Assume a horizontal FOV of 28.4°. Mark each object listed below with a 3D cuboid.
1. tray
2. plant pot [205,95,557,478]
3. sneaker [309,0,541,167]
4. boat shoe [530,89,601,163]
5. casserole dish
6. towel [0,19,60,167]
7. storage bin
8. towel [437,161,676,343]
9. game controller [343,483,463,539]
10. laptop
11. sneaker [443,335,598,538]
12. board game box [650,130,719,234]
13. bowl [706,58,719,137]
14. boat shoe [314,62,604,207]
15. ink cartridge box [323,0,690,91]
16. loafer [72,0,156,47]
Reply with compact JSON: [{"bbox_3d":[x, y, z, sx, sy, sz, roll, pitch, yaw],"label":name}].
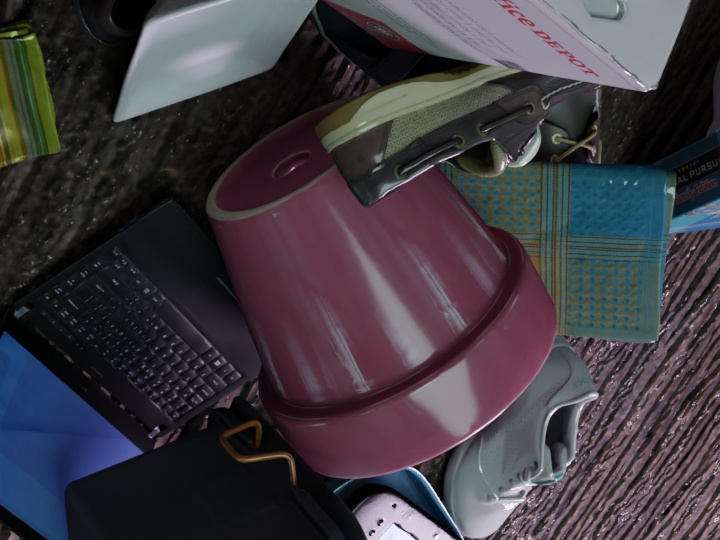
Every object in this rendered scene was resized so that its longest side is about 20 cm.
[{"bbox_3d":[-0.082,-0.129,0.781,0.106,0.200,0.022,-20,88,-16],"label":"tray"},{"bbox_3d":[0.000,0.000,0.902,0.199,0.200,0.180,-34,115,-5],"label":"plant pot"},{"bbox_3d":[0.049,-0.134,0.903,0.199,0.080,0.079,31,105,-41],"label":"sneaker"},{"bbox_3d":[0.141,-0.082,1.010,0.071,0.061,0.203,-12,129,-24],"label":"boat shoe"},{"bbox_3d":[0.013,0.219,1.177,0.121,0.039,0.201,-35,135,-4],"label":"casserole dish"},{"bbox_3d":[-0.268,-0.073,0.795,0.198,0.018,0.087,-21,131,-17],"label":"towel"},{"bbox_3d":[-0.095,0.177,0.885,0.133,0.200,0.147,-15,121,-27],"label":"storage bin"},{"bbox_3d":[0.117,-0.016,1.004,0.198,0.022,0.148,4,127,7],"label":"towel"},{"bbox_3d":[0.029,0.242,1.149,0.104,0.042,0.200,-43,135,5],"label":"game controller"},{"bbox_3d":[-0.147,0.085,0.927,0.199,0.104,0.178,-32,135,6],"label":"laptop"},{"bbox_3d":[0.133,0.154,1.165,0.075,0.089,0.201,2,123,-34],"label":"sneaker"},{"bbox_3d":[0.301,-0.076,1.039,0.150,0.047,0.200,-8,170,-27],"label":"board game box"},{"bbox_3d":[0.339,-0.158,1.027,0.199,0.091,0.201,-11,169,-2],"label":"bowl"},{"bbox_3d":[0.066,-0.085,0.829,0.198,0.073,0.065,-19,89,-26],"label":"boat shoe"},{"bbox_3d":[0.053,-0.168,0.729,0.145,0.199,0.086,27,86,-44],"label":"ink cartridge box"},{"bbox_3d":[-0.064,-0.175,0.802,0.199,0.063,0.072,-26,113,-11],"label":"loafer"}]
